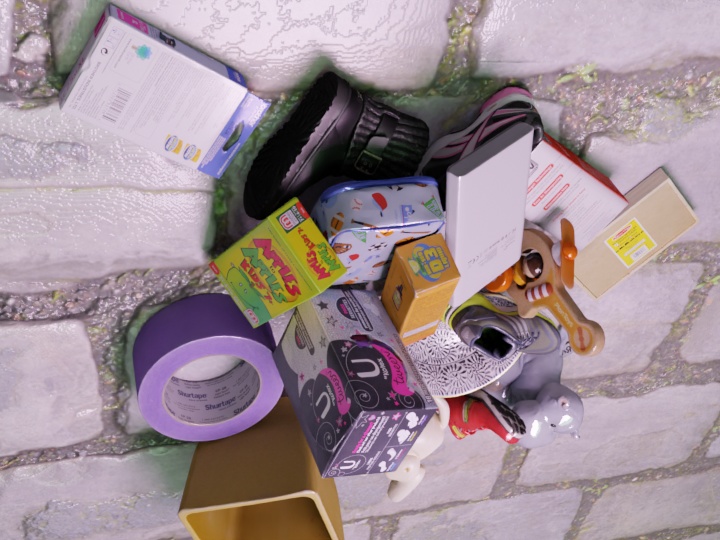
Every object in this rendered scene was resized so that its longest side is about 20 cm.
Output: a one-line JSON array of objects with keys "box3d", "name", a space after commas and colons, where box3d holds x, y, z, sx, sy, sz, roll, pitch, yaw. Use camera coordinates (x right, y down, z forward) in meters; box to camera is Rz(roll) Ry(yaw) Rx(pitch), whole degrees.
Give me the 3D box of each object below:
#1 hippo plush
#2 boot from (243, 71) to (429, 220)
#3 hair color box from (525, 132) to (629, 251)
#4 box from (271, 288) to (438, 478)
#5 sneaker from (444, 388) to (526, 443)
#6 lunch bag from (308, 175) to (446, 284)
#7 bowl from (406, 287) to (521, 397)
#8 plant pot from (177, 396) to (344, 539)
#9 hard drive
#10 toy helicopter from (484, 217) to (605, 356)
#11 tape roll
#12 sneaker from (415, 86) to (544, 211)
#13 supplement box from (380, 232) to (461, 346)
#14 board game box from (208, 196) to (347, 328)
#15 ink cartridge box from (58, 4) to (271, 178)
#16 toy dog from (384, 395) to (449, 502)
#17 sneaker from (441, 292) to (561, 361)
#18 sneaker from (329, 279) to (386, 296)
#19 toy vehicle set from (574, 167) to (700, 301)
[{"box3d": [0.295, 0.211, 1.433, 0.198, 0.162, 0.160, -26, 133, 3], "name": "hippo plush"}, {"box3d": [-0.028, -0.121, 1.080, 0.157, 0.080, 0.211, 24, 119, -38], "name": "boot"}, {"box3d": [0.260, -0.112, 1.211, 0.199, 0.062, 0.102, 26, 117, -37], "name": "hair color box"}, {"box3d": [-0.014, 0.135, 1.114, 0.114, 0.201, 0.133, 1, 133, -33], "name": "box"}, {"box3d": [0.178, 0.226, 1.371, 0.077, 0.200, 0.085, 34, 89, -29], "name": "sneaker"}, {"box3d": [0.012, -0.044, 1.083, 0.158, 0.076, 0.200, -9, 163, -21], "name": "lunch bag"}, {"box3d": [0.137, 0.081, 1.306, 0.198, 0.095, 0.202, -11, 133, -12], "name": "bowl"}, {"box3d": [-0.133, 0.301, 1.307, 0.193, 0.201, 0.195, -10, 134, 8], "name": "plant pot"}, {"box3d": [0.153, -0.064, 1.083, 0.131, 0.026, 0.202, -34, 140, -29], "name": "hard drive"}, {"box3d": [0.257, 0.024, 1.172, 0.078, 0.201, 0.133, 2, 134, -42], "name": "toy helicopter"}, {"box3d": [-0.208, 0.135, 1.228, 0.198, 0.085, 0.202, -11, 131, -13], "name": "tape roll"}, {"box3d": [0.147, -0.138, 1.126, 0.080, 0.087, 0.200, 27, 116, -34], "name": "sneaker"}, {"box3d": [0.069, 0.030, 1.113, 0.068, 0.067, 0.200, -20, 161, -11], "name": "supplement box"}, {"box3d": [-0.104, -0.004, 1.067, 0.048, 0.102, 0.200, -38, -175, -31], "name": "board game box"}, {"box3d": [-0.211, -0.188, 0.979, 0.199, 0.042, 0.120, 24, 117, -32], "name": "ink cartridge box"}, {"box3d": [0.019, 0.237, 1.359, 0.199, 0.141, 0.194, 30, 133, -25], "name": "toy dog"}, {"box3d": [0.198, 0.091, 1.218, 0.198, 0.081, 0.074, 13, 124, -30], "name": "sneaker"}, {"box3d": [0.000, 0.000, 1.214, 0.198, 0.075, 0.083, -19, 118, -12], "name": "sneaker"}, {"box3d": [0.397, -0.049, 1.340, 0.200, 0.027, 0.124, -40, 131, 14], "name": "toy vehicle set"}]
